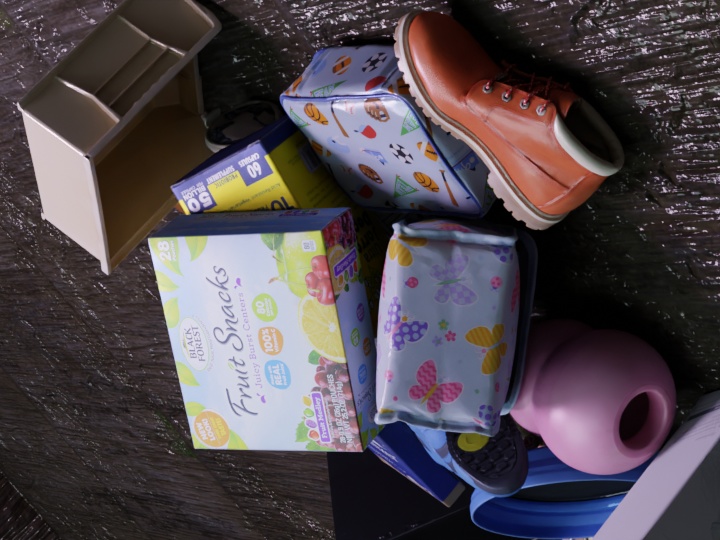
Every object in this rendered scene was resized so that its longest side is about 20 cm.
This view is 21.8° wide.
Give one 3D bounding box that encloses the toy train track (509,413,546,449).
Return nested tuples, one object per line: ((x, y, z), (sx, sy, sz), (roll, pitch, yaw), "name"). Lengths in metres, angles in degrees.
((0.127, 0.167, 1.753), (0.200, 0.033, 0.115), (-5, 134, 46), "toy train track")

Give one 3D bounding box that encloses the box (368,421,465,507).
((0.010, 0.143, 1.804), (0.200, 0.032, 0.121), (50, 168, -35), "box")

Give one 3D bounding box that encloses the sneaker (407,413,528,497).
((0.100, 0.157, 1.683), (0.200, 0.066, 0.079), (42, 159, 54), "sneaker")

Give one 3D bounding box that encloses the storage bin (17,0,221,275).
((-0.212, -0.136, 1.741), (0.094, 0.199, 0.200), (34, 155, 17), "storage bin")

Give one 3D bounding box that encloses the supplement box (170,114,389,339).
((-0.056, -0.026, 1.651), (0.109, 0.110, 0.200), (-25, 101, 31), "supplement box")

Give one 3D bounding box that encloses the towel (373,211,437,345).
((0.000, 0.000, 1.731), (0.192, 0.035, 0.200), (-35, 105, 36), "towel")

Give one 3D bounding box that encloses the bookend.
((0.073, 0.214, 1.965), (0.092, 0.198, 0.200), (50, -158, -40), "bookend")

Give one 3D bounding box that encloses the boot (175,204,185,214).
((-0.177, -0.076, 1.885), (0.200, 0.069, 0.188), (39, -162, 12), "boot")

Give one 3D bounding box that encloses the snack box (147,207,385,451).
((-0.077, 0.052, 1.590), (0.168, 0.068, 0.201), (-1, 109, 25), "snack box")

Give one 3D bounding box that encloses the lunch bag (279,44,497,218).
((0.032, -0.112, 1.558), (0.200, 0.076, 0.160), (9, 144, 53), "lunch bag")

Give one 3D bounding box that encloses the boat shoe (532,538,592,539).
((0.238, 0.271, 1.876), (0.071, 0.065, 0.200), (49, 156, -12), "boat shoe")

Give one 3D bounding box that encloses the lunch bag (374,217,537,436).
((0.081, 0.040, 1.571), (0.127, 0.170, 0.200), (6, -177, 4), "lunch bag")

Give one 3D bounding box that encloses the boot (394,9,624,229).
((0.115, -0.132, 1.417), (0.200, 0.075, 0.107), (47, 143, -8), "boot")

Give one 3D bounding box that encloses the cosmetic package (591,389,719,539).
((0.319, 0.228, 1.513), (0.199, 0.200, 0.123), (44, 156, -4), "cosmetic package")

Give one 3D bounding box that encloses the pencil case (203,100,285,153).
((-0.077, -0.073, 1.786), (0.089, 0.078, 0.200), (2, 136, 36), "pencil case")

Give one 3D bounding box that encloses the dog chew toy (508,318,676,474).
((0.180, 0.098, 1.624), (0.200, 0.124, 0.125), (27, 153, 52), "dog chew toy")

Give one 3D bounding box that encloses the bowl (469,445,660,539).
((0.200, 0.204, 1.721), (0.200, 0.040, 0.201), (-2, 157, -1), "bowl")
